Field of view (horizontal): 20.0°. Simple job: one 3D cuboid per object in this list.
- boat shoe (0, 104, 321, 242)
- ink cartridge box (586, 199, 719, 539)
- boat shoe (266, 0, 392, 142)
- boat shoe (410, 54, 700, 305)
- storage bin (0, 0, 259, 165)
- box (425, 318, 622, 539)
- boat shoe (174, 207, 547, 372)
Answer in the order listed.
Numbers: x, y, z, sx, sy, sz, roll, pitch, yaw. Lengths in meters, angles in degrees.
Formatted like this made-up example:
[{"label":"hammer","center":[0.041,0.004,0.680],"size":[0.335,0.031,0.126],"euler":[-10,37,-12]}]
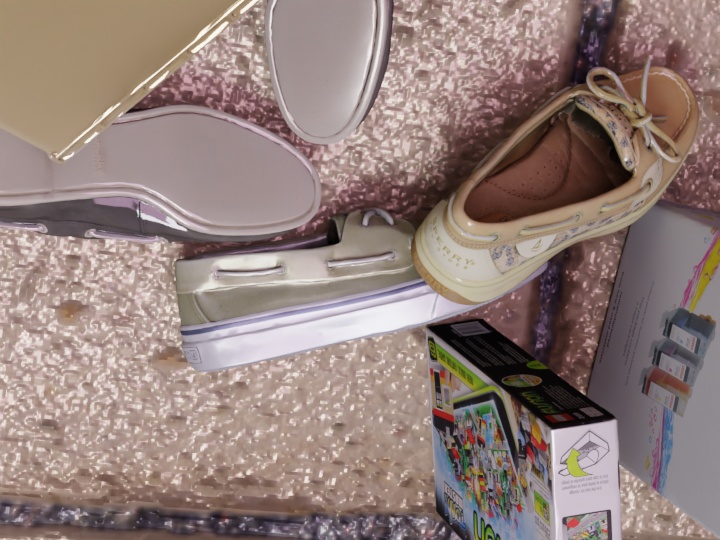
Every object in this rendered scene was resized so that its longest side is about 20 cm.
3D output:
[{"label":"boat shoe","center":[-0.121,-0.048,1.031],"size":[0.199,0.057,0.067],"euler":[4,79,-20]},{"label":"ink cartridge box","center":[0.228,0.058,1.066],"size":[0.145,0.200,0.145],"euler":[12,99,-18]},{"label":"boat shoe","center":[-0.011,-0.167,1.021],"size":[0.066,0.057,0.201],"euler":[4,108,19]},{"label":"boat shoe","center":[0.112,-0.053,1.049],"size":[0.073,0.063,0.200],"euler":[45,58,11]},{"label":"storage bin","center":[-0.137,-0.166,0.888],"size":[0.198,0.094,0.200],"euler":[-38,150,13]},{"label":"box","center":[0.080,0.101,1.034],"size":[0.035,0.200,0.111],"euler":[-7,103,-14]},{"label":"boat shoe","center":[0.000,0.000,1.060],"size":[0.199,0.072,0.062],"euler":[-15,100,-11]}]
